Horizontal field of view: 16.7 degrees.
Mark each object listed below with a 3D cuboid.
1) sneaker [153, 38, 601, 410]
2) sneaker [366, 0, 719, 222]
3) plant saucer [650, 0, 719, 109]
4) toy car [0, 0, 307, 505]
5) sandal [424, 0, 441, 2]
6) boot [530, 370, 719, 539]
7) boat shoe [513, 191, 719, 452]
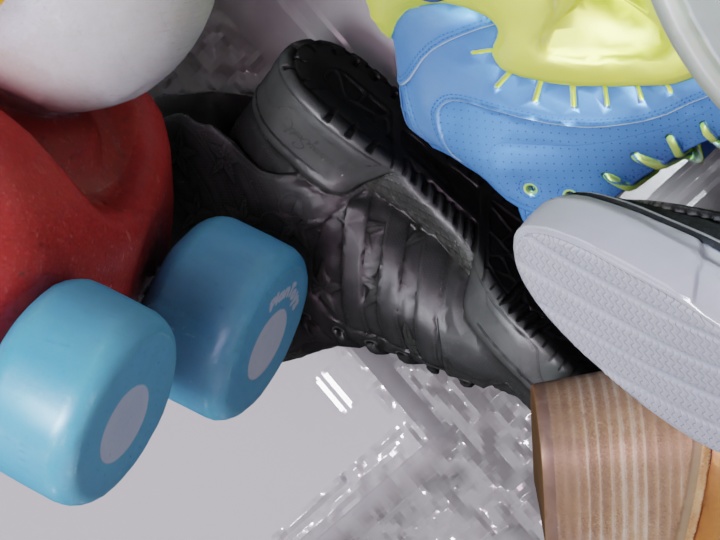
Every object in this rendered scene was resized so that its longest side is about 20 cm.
[{"bbox_3d":[-0.001,0.001,0.821,0.200,0.060,0.104,45,125,5],"label":"sneaker"},{"bbox_3d":[0.097,-0.061,0.760,0.199,0.076,0.106,14,129,20],"label":"sneaker"},{"bbox_3d":[0.172,-0.113,0.656,0.199,0.050,0.202,-2,101,-9],"label":"plant saucer"},{"bbox_3d":[-0.105,-0.069,0.731,0.184,0.177,0.201,25,111,17],"label":"toy car"},{"bbox_3d":[0.092,-0.140,0.699,0.200,0.080,0.087,-39,102,1],"label":"sandal"},{"bbox_3d":[0.135,0.109,0.784,0.154,0.074,0.201,-4,131,1],"label":"boot"},{"bbox_3d":[0.138,0.017,0.682,0.199,0.071,0.072,25,152,29],"label":"boat shoe"}]
